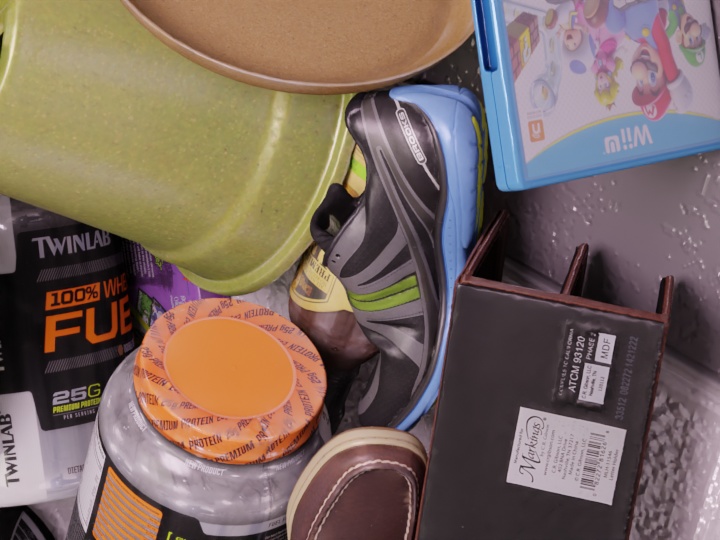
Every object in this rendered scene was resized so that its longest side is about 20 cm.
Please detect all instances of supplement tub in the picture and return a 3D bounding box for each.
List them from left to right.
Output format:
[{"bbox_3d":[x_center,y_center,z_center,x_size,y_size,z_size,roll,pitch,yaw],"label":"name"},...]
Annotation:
[{"bbox_3d":[-0.190,0.024,1.435,0.122,0.122,0.201,0,100,43],"label":"supplement tub"},{"bbox_3d":[-0.085,0.116,1.332,0.123,0.122,0.200,47,140,25],"label":"supplement tub"}]

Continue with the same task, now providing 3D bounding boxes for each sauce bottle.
[{"bbox_3d":[0.000,0.000,1.330,0.065,0.065,0.200,39,123,30],"label":"sauce bottle"}]

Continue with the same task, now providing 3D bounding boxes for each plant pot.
[{"bbox_3d":[-0.129,-0.098,1.304,0.200,0.184,0.201,-18,67,52],"label":"plant pot"},{"bbox_3d":[-0.035,-0.153,1.246,0.200,0.200,0.028,47,144,25],"label":"plant pot"}]

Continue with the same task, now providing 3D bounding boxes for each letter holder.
[{"bbox_3d":[0.090,0.086,1.256,0.100,0.142,0.200,11,109,7],"label":"letter holder"}]

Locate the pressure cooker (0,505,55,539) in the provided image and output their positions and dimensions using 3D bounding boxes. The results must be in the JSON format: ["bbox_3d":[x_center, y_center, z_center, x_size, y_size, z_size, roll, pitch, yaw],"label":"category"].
[{"bbox_3d":[-0.270,0.209,1.545,0.178,0.200,0.176,31,100,10],"label":"pressure cooker"}]

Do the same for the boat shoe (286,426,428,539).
[{"bbox_3d":[-0.007,0.166,1.267,0.072,0.072,0.200,-103,27,-50],"label":"boat shoe"}]

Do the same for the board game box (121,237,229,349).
[{"bbox_3d":[-0.123,0.039,1.478,0.120,0.032,0.201,1,100,46],"label":"board game box"}]

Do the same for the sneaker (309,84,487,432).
[{"bbox_3d":[0.016,-0.006,1.260,0.082,0.071,0.200,9,124,8],"label":"sneaker"}]

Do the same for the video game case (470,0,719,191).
[{"bbox_3d":[0.103,-0.145,1.149,0.018,0.143,0.201,-2,98,48],"label":"video game case"}]
